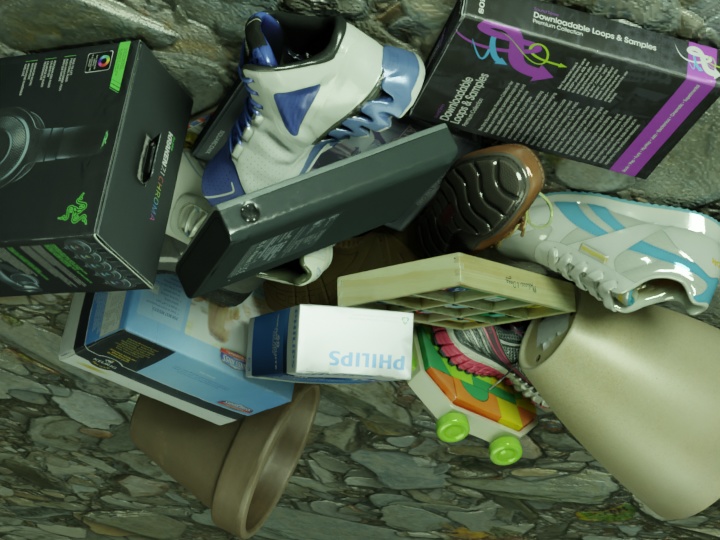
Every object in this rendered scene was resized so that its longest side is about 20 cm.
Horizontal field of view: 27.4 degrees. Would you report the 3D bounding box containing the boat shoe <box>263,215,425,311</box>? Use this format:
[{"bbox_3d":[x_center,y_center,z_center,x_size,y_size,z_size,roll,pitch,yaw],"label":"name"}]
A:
[{"bbox_3d":[0.000,0.000,1.363,0.199,0.073,0.065,-19,163,31],"label":"boat shoe"}]

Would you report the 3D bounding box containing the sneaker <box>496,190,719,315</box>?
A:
[{"bbox_3d":[0.205,-0.013,1.256,0.198,0.082,0.077,6,156,16],"label":"sneaker"}]

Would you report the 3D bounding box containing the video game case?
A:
[{"bbox_3d":[-0.020,-0.103,1.203,0.198,0.019,0.143,20,144,-19],"label":"video game case"}]

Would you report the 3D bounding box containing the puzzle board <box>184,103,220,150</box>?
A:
[{"bbox_3d":[-0.089,-0.076,1.303,0.199,0.018,0.150,29,148,-36],"label":"puzzle board"}]

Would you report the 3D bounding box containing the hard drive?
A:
[{"bbox_3d":[-0.034,-0.044,1.130,0.199,0.033,0.140,-21,169,-26],"label":"hard drive"}]

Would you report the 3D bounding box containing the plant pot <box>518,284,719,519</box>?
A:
[{"bbox_3d":[0.255,0.103,1.398,0.199,0.188,0.187,32,148,-15],"label":"plant pot"}]

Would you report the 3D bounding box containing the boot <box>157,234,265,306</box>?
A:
[{"bbox_3d":[-0.148,-0.041,1.318,0.199,0.070,0.131,17,147,-31],"label":"boot"}]

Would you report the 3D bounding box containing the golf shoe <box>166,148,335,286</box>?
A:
[{"bbox_3d":[-0.116,-0.042,1.221,0.198,0.097,0.079,17,110,-3],"label":"golf shoe"}]

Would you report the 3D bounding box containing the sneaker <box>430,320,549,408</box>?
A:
[{"bbox_3d":[0.166,0.078,1.466,0.199,0.081,0.075,20,127,-36],"label":"sneaker"}]

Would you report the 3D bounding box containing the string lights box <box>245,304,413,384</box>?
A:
[{"bbox_3d":[-0.031,0.068,1.305,0.102,0.060,0.200,5,173,-16],"label":"string lights box"}]

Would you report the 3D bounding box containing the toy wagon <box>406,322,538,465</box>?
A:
[{"bbox_3d":[0.089,0.103,1.455,0.199,0.156,0.040,26,124,-30],"label":"toy wagon"}]

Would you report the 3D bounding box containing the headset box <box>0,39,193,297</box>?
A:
[{"bbox_3d":[-0.239,-0.077,1.168,0.198,0.176,0.093,-2,153,24],"label":"headset box"}]

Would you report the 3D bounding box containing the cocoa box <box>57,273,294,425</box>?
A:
[{"bbox_3d":[-0.168,0.050,1.449,0.199,0.135,0.131,26,149,-32],"label":"cocoa box"}]

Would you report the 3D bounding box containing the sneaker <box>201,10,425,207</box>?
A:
[{"bbox_3d":[-0.061,-0.131,1.091,0.199,0.081,0.115,-32,128,32],"label":"sneaker"}]

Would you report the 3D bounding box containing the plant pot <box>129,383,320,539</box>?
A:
[{"bbox_3d":[-0.162,0.179,1.688,0.173,0.201,0.201,25,157,11],"label":"plant pot"}]

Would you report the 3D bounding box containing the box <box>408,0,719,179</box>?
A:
[{"bbox_3d":[0.148,-0.136,1.080,0.198,0.036,0.143,13,154,-10],"label":"box"}]

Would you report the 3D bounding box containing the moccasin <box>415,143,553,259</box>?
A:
[{"bbox_3d":[0.107,-0.053,1.197,0.077,0.074,0.202,-23,165,-19],"label":"moccasin"}]

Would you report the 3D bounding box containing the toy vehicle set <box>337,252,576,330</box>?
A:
[{"bbox_3d":[0.087,0.021,1.292,0.123,0.027,0.199,-12,166,35],"label":"toy vehicle set"}]
